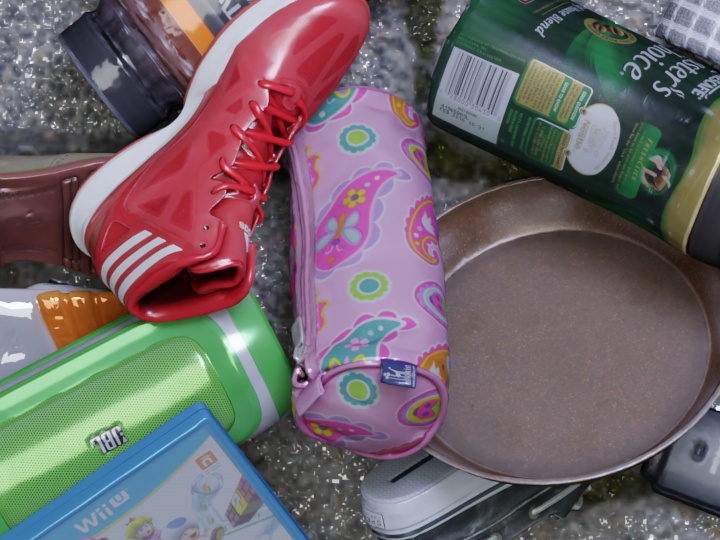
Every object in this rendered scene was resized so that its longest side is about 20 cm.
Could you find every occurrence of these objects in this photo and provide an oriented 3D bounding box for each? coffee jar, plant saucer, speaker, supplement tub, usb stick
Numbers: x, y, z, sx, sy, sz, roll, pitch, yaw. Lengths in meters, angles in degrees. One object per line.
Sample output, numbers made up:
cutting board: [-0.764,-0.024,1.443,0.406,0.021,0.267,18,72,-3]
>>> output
coffee jar: [0.141,-0.075,1.481,0.199,0.104,0.086,28,111,16]
plant saucer: [0.102,0.037,1.497,0.199,0.035,0.201,-5,52,7]
speaker: [-0.134,0.080,1.469,0.199,0.088,0.089,-28,89,-6]
supplement tub: [-0.062,-0.157,1.508,0.200,0.107,0.107,-39,89,0]
usb stick: [0.251,0.126,1.537,0.199,0.033,0.056,21,88,2]

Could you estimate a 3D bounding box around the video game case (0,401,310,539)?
video game case: [-0.093,0.171,1.486,0.143,0.018,0.200,-34,130,1]

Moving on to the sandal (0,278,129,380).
sandal: [-0.175,0.038,1.527,0.205,0.059,0.080,11,98,-14]

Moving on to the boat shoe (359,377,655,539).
boat shoe: [0.093,0.100,1.526,0.199,0.072,0.071,-27,121,-10]

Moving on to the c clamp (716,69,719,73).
c clamp: [0.278,-0.089,1.546,0.170,0.027,0.201,-11,91,6]

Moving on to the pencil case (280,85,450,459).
pencil case: [0.000,0.000,1.470,0.087,0.088,0.201,-3,51,1]

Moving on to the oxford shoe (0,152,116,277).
oxford shoe: [-0.163,-0.040,1.529,0.199,0.075,0.071,0,114,-19]

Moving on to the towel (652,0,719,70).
towel: [0.275,-0.152,1.488,0.199,0.086,0.166,25,95,4]

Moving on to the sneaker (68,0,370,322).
sneaker: [-0.053,-0.050,1.443,0.200,0.116,0.078,-47,133,12]
